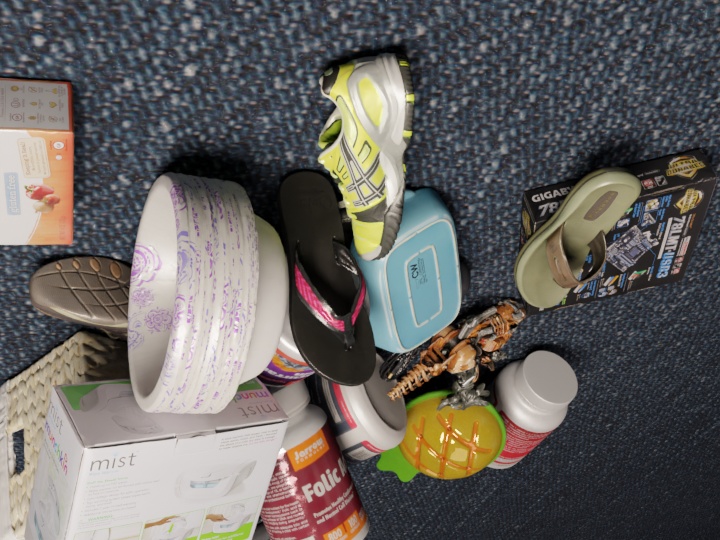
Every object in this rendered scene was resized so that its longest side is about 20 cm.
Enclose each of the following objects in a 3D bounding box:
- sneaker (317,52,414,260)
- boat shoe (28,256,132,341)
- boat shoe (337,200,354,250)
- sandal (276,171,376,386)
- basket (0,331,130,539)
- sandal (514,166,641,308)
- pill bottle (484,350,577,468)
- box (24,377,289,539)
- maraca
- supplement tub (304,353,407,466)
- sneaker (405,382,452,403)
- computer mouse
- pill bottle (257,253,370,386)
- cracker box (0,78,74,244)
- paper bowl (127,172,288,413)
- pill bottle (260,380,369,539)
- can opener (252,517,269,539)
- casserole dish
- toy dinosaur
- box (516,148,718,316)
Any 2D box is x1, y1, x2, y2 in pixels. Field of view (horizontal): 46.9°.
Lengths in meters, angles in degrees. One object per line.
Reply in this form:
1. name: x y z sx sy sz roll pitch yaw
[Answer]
1. sneaker: 0.001 -0.095 0.714 0.076 0.076 0.201 -1 129 -4
2. boat shoe: -0.232 0.042 0.829 0.199 0.075 0.073 12 139 -33
3. boat shoe: 0.000 0.000 0.865 0.071 0.068 0.200 -13 146 -1
4. sandal: -0.030 0.007 0.742 0.075 0.201 0.045 -12 177 -28
5. basket: -0.281 0.197 0.937 0.161 0.199 0.200 -37 141 25
6. sandal: 0.217 -0.021 0.842 0.079 0.058 0.201 -1 143 -18
7. pill bottle: 0.233 0.203 1.223 0.112 0.113 0.200 0 145 -21
8. box: -0.189 0.195 0.772 0.199 0.097 0.177 -1 118 -38
9. maraca: 0.100 0.227 1.128 0.199 0.107 0.138 -19 107 23
10. supplement tub: -0.053 0.192 1.065 0.199 0.141 0.140 -28 145 20
11. sneaker: 0.085 0.209 1.217 0.199 0.081 0.116 23 110 -24
12. computer mouse: 0.076 0.068 0.986 0.058 0.034 0.201 -9 138 -39
13. pill bottle: -0.076 0.058 0.853 0.111 0.112 0.200 1 163 -23
14. cracker box: -0.320 -0.079 0.624 0.199 0.058 0.134 -1 145 -20
15. paper bowl: -0.132 0.022 0.717 0.104 0.202 0.201 5 143 -27
16. pill bottle: -0.075 0.224 0.943 0.114 0.201 0.114 -21 -171 3
17. can opener: -0.133 0.295 0.961 0.067 0.054 0.199 -42 160 32
18. casserole dish: 0.055 0.009 0.853 0.121 0.039 0.201 -32 135 -21
19. toy dinosaur: 0.117 0.102 1.039 0.199 0.103 0.136 -10 143 -11
20. box: 0.280 -0.035 0.937 0.197 0.050 0.200 -15 146 0
